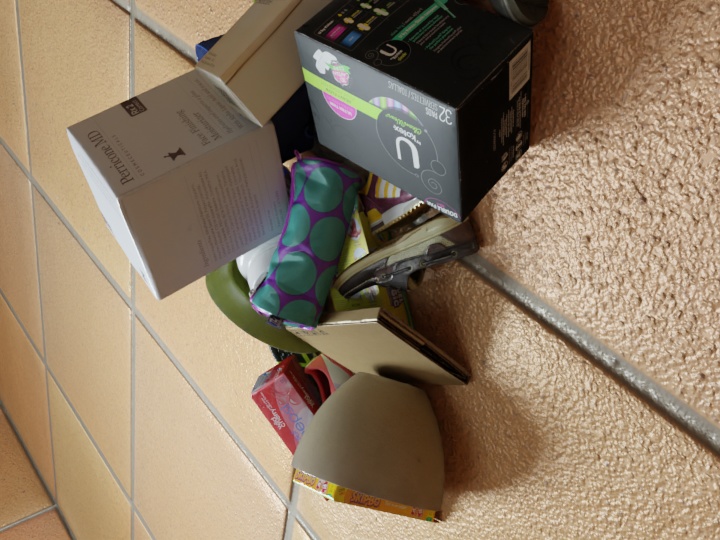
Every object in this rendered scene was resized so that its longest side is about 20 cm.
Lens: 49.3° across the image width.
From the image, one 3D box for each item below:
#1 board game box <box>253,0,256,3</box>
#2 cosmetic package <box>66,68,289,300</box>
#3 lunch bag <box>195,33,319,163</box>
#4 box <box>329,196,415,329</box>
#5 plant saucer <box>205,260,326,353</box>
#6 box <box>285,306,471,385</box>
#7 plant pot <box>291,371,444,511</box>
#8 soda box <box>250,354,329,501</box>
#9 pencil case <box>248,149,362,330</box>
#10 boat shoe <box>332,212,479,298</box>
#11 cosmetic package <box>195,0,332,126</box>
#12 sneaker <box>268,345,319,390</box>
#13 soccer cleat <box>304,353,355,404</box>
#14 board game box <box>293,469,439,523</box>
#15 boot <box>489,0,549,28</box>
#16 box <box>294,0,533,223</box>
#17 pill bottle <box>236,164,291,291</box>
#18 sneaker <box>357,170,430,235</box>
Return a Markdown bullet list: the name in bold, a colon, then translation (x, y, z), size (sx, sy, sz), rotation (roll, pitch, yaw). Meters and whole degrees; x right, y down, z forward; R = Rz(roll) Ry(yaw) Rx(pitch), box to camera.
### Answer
- **board game box**: translation (-0.107, -0.410, 0.965), size (0.048, 0.100, 0.204), rotation (87, 163, -86)
- **cosmetic package**: translation (-0.212, -0.110, 0.948), size (0.165, 0.198, 0.167), rotation (43, 154, 37)
- **lunch bag**: translation (-0.109, -0.234, 1.015), size (0.200, 0.131, 0.138), rotation (43, 153, 38)
- **box**: translation (0.000, 0.000, 1.039), size (0.116, 0.048, 0.205), rotation (-10, 98, 54)
- **plant saucer**: translation (-0.123, 0.037, 1.105), size (0.200, 0.198, 0.031), rotation (47, 115, 31)
- **box**: translation (0.018, 0.099, 0.984), size (0.162, 0.022, 0.198), rotation (36, 154, -29)
- **plant pot**: translation (0.023, 0.207, 0.997), size (0.198, 0.198, 0.138), rotation (3, 74, 52)
- **soda box**: translation (-0.073, 0.228, 1.137), size (0.069, 0.064, 0.202), rotation (-31, 102, 17)
- **pencil case**: translation (-0.067, -0.032, 0.938), size (0.085, 0.091, 0.204), rotation (-163, 91, -80)
- **boat shoe**: translation (0.050, -0.006, 0.919), size (0.198, 0.073, 0.066), rotation (-31, 87, 35)
- **cosmetic package**: translation (-0.076, -0.258, 0.841), size (0.073, 0.201, 0.103), rotation (44, 175, -34)
- **sneaker**: translation (-0.078, 0.165, 1.204), size (0.076, 0.074, 0.204), rotation (-133, 22, -86)
- **soccer cleat**: translation (-0.014, 0.211, 1.118), size (0.068, 0.072, 0.203), rotation (-40, 72, 51)
- **board game box**: translation (0.014, 0.300, 1.044), size (0.095, 0.198, 0.031), rotation (5, 71, 51)
- **boot**: translation (0.087, -0.273, 0.795), size (0.199, 0.071, 0.186), rotation (-35, 63, 46)
- **box**: translation (0.054, -0.175, 0.769), size (0.198, 0.124, 0.150), rotation (32, 154, 29)
- **pill bottle**: translation (-0.122, -0.049, 1.076), size (0.202, 0.111, 0.115), rotation (-113, 32, -41)
- **sneaker**: translation (0.057, -0.111, 0.896), size (0.199, 0.074, 0.092), rotation (-30, 81, 51)
